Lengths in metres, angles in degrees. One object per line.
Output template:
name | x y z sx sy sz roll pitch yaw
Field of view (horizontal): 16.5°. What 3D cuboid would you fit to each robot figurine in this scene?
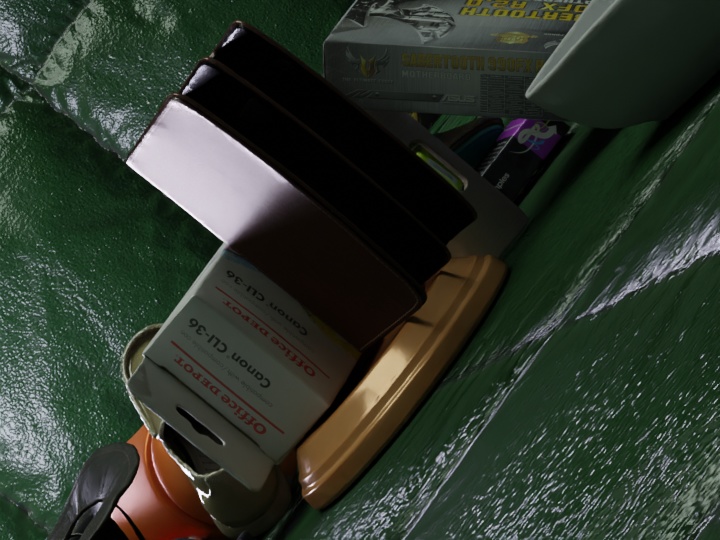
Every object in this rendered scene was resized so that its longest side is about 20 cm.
robot figurine | -0.118 0.153 1.853 0.144 0.117 0.200 -37 -4 -34

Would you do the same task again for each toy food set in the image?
toy food set | 0.006 -0.017 1.728 0.200 0.143 0.060 -50 0 40

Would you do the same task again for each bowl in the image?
bowl | 0.197 -0.172 1.399 0.200 0.075 0.200 -54 3 -34

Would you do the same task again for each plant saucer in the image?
plant saucer | 0.020 0.065 1.601 0.200 0.037 0.200 -52 3 4

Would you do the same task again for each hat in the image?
hat | -0.154 0.192 1.422 0.201 0.081 0.201 -54 11 15

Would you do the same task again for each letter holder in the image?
letter holder | -0.028 -0.062 1.558 0.101 0.200 0.142 -53 4 -22

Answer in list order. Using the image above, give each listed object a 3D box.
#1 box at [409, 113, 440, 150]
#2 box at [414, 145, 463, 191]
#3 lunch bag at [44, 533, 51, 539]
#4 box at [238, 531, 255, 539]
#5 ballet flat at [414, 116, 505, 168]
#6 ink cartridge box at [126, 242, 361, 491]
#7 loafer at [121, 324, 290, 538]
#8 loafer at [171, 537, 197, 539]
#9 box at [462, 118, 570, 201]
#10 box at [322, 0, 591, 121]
box | -0.007 -0.086 1.933 0.199 0.050 0.200 -52 9 16
box | 0.000 0.000 1.854 0.200 0.048 0.122 -52 2 9
lunch bag | -0.232 0.279 1.965 0.170 0.127 0.200 -51 -6 1
box | -0.122 0.253 1.418 0.143 0.036 0.200 -50 3 32
ballet flat | 0.032 -0.055 1.968 0.200 0.067 0.068 -51 -33 -2
ink cartridge box | -0.063 0.044 1.626 0.068 0.116 0.200 -49 6 32
loafer | -0.110 0.098 1.727 0.076 0.200 0.068 -33 -42 -8
loafer | -0.126 0.233 1.654 0.200 0.072 0.063 -41 -30 -77
box | 0.079 -0.037 1.883 0.200 0.036 0.143 -51 2 0
box | 0.088 -0.149 1.665 0.158 0.199 0.048 -57 -31 -65
